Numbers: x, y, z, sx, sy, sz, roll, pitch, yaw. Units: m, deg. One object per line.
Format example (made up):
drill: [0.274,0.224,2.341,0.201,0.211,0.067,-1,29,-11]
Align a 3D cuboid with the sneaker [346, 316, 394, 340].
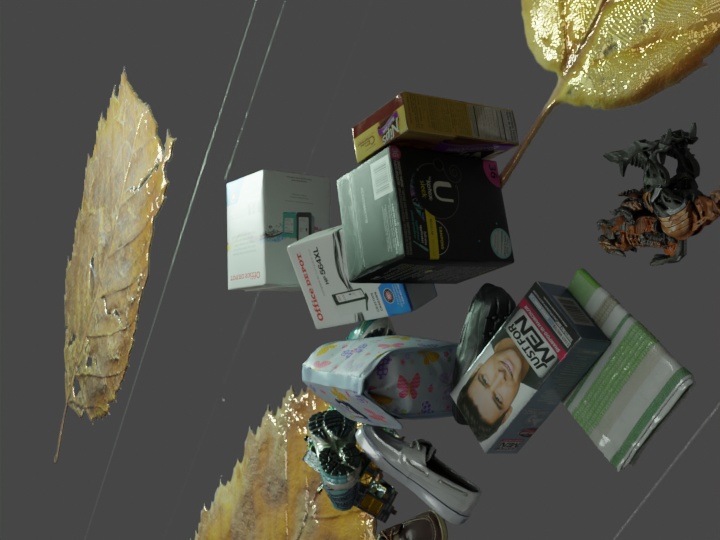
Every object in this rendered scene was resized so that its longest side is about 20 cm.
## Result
sneaker: [0.000,0.147,1.362,0.201,0.077,0.080,-59,25,28]

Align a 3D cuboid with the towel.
towel: [0.291,0.114,0.978,0.201,0.030,0.150,56,129,43]

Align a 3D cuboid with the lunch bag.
lunch bag: [0.033,0.159,1.187,0.169,0.198,0.129,-2,86,54]

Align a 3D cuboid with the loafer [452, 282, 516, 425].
loafer: [0.165,0.116,1.125,0.071,0.067,0.203,-118,37,-65]

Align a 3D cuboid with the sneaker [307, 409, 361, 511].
sneaker: [-0.039,0.281,1.232,0.200,0.076,0.087,-98,5,-69]

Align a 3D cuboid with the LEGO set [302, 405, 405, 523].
LEGO set: [0.007,0.309,1.325,0.199,0.116,0.155,9,66,51]

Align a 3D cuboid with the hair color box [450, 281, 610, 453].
hair color box: [0.204,0.123,1.014,0.201,0.060,0.099,-58,42,28]

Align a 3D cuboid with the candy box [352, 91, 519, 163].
candy box: [0.102,-0.181,1.108,0.116,0.198,0.057,-24,69,51]

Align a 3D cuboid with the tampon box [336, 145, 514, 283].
tampon box: [0.089,-0.069,1.120,0.126,0.198,0.152,-24,70,51]

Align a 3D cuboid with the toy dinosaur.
toy dinosaur: [0.338,-0.079,0.887,0.198,0.102,0.137,-20,86,34]

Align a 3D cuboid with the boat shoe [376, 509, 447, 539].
boat shoe: [0.057,0.422,1.246,0.200,0.071,0.073,-46,53,43]

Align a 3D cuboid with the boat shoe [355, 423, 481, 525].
boat shoe: [0.085,0.275,1.179,0.199,0.073,0.066,35,105,11]

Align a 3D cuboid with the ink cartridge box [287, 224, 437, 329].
ink cartridge box: [0.000,0.000,1.269,0.198,0.084,0.148,-14,99,39]

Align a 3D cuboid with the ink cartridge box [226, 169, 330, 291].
ink cartridge box: [-0.150,-0.065,1.504,0.146,0.145,0.203,-8,82,53]
